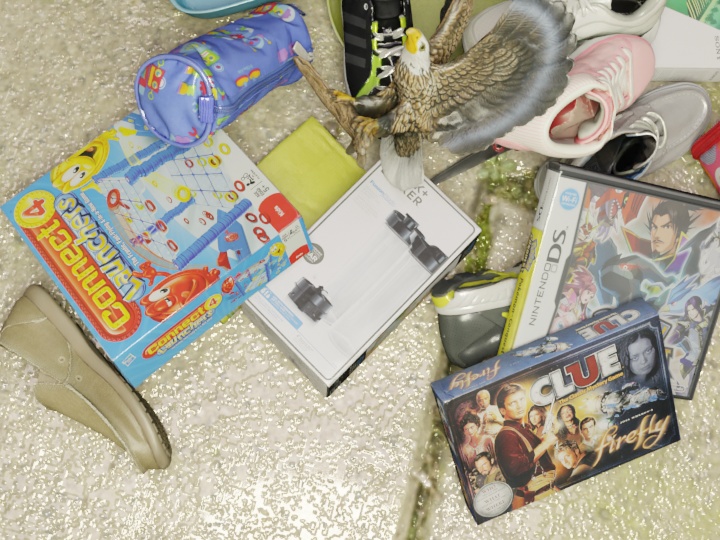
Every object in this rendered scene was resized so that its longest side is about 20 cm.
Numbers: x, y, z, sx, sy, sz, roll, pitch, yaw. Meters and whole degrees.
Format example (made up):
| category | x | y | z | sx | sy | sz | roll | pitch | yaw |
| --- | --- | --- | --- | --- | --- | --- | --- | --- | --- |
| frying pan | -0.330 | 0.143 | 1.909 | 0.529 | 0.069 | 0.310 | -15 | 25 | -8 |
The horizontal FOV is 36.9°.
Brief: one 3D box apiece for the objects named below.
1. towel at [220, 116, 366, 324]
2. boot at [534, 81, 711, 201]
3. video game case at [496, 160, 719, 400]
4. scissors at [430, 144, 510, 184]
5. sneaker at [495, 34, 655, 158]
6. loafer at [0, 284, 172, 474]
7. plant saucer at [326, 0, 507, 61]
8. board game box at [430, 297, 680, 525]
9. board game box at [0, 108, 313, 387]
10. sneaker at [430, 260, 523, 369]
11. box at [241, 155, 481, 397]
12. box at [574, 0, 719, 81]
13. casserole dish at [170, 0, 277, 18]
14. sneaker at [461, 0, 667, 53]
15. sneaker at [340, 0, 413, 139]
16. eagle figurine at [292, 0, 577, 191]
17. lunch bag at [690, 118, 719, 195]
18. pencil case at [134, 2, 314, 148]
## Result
| category | x | y | z | sx | sy | sz | roll | pitch | yaw |
| --- | --- | --- | --- | --- | --- | --- | --- | --- | --- |
| towel | -0.087 | -0.048 | 1.002 | 0.086 | 0.018 | 0.200 | 45 | 76 | 1 |
| boot | 0.260 | -0.114 | 0.998 | 0.199 | 0.096 | 0.074 | -33 | 98 | -9 |
| video game case | 0.230 | 0.014 | 0.943 | 0.197 | 0.025 | 0.183 | 10 | 102 | -19 |
| scissors | 0.141 | -0.130 | 1.043 | 0.197 | 0.014 | 0.074 | -13 | 80 | -7 |
| sneaker | 0.205 | -0.148 | 0.938 | 0.198 | 0.104 | 0.076 | -23 | 117 | -25 |
| loafer | -0.237 | 0.103 | 0.925 | 0.067 | 0.076 | 0.200 | -41 | 75 | -10 |
| plant saucer | 0.064 | -0.262 | 1.057 | 0.197 | 0.031 | 0.203 | 1 | 77 | -4 |
| board game box | 0.170 | 0.122 | 0.927 | 0.198 | 0.035 | 0.137 | -22 | 117 | -6 |
| board game box | -0.178 | -0.037 | 0.938 | 0.195 | 0.056 | 0.200 | -38 | 63 | -12 |
| sneaker | 0.157 | 0.038 | 0.982 | 0.197 | 0.074 | 0.086 | -7 | 105 | -14 |
| box | 0.000 | 0.000 | 0.971 | 0.200 | 0.060 | 0.117 | -43 | 81 | -13 |
| box | 0.262 | -0.262 | 1.072 | 0.197 | 0.036 | 0.147 | 0 | 77 | -6 |
| casserole dish | -0.104 | -0.306 | 1.034 | 0.197 | 0.039 | 0.123 | -16 | 73 | 1 |
| sneaker | 0.190 | -0.237 | 1.003 | 0.197 | 0.081 | 0.076 | -13 | 80 | -6 |
| sneaker | 0.015 | -0.218 | 0.984 | 0.071 | 0.083 | 0.203 | -11 | 78 | -7 |
| eagle figurine | 0.066 | -0.168 | 0.893 | 0.199 | 0.151 | 0.153 | -32 | 98 | -5 |
| lunch bag | 0.415 | -0.150 | 0.985 | 0.199 | 0.176 | 0.083 | -31 | 81 | -12 |
| pencil case | -0.111 | -0.175 | 0.946 | 0.086 | 0.079 | 0.200 | 12 | 31 | 22 |
